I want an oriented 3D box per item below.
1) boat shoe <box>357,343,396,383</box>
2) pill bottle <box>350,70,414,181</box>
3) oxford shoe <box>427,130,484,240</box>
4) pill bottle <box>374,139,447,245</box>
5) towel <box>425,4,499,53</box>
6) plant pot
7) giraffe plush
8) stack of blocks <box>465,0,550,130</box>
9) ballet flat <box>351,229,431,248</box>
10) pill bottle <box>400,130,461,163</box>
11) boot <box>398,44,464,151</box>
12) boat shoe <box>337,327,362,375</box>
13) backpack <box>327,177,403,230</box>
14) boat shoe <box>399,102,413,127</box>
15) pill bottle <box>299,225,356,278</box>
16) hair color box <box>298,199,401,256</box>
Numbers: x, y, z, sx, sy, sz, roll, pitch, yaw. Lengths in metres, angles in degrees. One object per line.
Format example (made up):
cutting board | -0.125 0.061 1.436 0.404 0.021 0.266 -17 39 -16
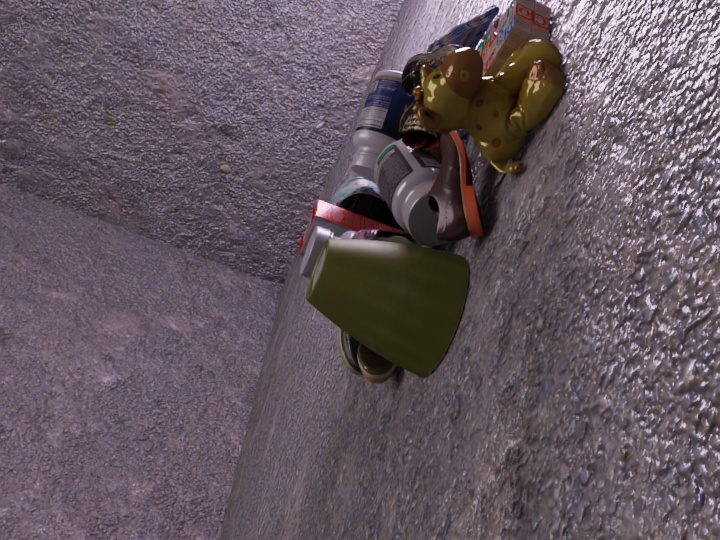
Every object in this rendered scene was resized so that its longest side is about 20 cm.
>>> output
boat shoe | 0.030 0.150 1.262 0.200 0.070 0.077 -76 -5 -69
pill bottle | 0.050 -0.284 1.471 0.111 0.110 0.203 159 131 -77
oxford shoe | 0.127 -0.129 1.064 0.072 0.071 0.202 62 -162 -47
pill bottle | 0.095 -0.129 1.202 0.201 0.112 0.114 -112 42 -58
towel | 0.174 -0.414 1.388 0.199 0.024 0.147 -39 -9 -32
plant pot | 0.027 0.034 1.072 0.187 0.197 0.190 -160 90 -80
giraffe plush | 0.156 -0.233 0.988 0.173 0.160 0.202 -103 34 -72
stack of blocks | 0.216 -0.320 1.134 0.201 0.058 0.116 122 165 -51
ballet flat | 0.069 -0.034 1.185 0.070 0.198 0.070 -2 86 42
pill bottle | 0.118 -0.216 1.337 0.105 0.103 0.202 -87 20 -60
boot | 0.104 -0.276 1.208 0.199 0.073 0.153 6 73 63
boat shoe | -0.001 0.099 1.416 0.066 0.071 0.203 126 149 -48
backpack | -0.001 -0.093 1.550 0.201 0.176 0.151 -54 18 30
boat shoe | 0.154 -0.330 1.380 0.201 0.073 0.063 -49 -2 18
pill bottle | 0.000 0.000 1.287 0.120 0.197 0.121 -160 90 -81
hair color box | -0.012 -0.053 1.453 0.062 0.197 0.102 -85 18 -53
